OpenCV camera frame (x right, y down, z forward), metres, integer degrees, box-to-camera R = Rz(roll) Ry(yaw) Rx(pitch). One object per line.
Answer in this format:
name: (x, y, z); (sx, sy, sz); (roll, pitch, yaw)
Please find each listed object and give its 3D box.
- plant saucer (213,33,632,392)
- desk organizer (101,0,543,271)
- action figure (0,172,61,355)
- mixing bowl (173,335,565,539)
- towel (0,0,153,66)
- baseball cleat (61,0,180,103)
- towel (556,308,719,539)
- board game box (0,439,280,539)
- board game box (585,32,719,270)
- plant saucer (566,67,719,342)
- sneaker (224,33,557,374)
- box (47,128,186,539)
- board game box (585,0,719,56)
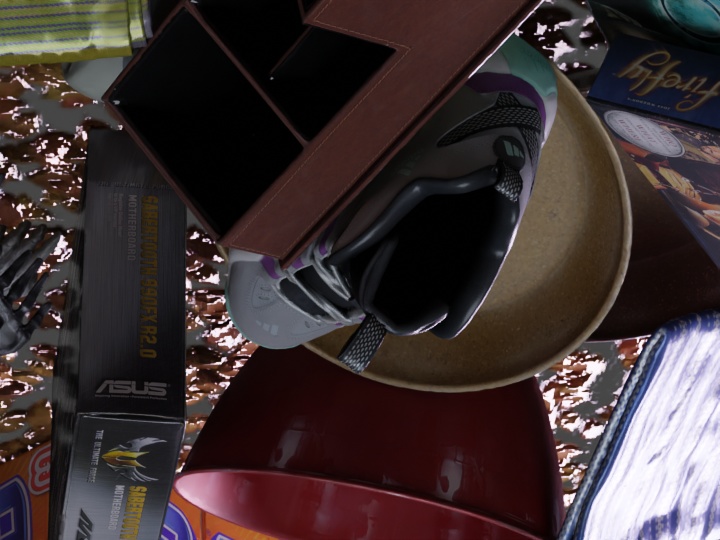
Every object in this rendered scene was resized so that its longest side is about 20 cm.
plant saucer: (0.026, -0.039, 1.066); (0.200, 0.035, 0.200); (10, 124, 15)
desk organizer: (-0.013, -0.090, 0.905); (0.077, 0.072, 0.200); (12, 139, -34)
action figure: (-0.190, -0.023, 1.050); (0.102, 0.200, 0.119); (-38, 117, -15)
mixing bowl: (0.016, 0.077, 1.192); (0.200, 0.108, 0.200); (12, 165, 3)
towel: (-0.177, -0.145, 0.907); (0.200, 0.023, 0.144); (-4, 109, -3)
baseball cleat: (-0.045, -0.122, 0.971); (0.106, 0.070, 0.200); (24, 147, -21)
towel: (0.163, 0.083, 1.181); (0.200, 0.024, 0.145); (-8, 123, -59)
board game box: (-0.161, 0.243, 1.345); (0.200, 0.200, 0.200); (-27, 139, 26)
board game box: (0.195, -0.025, 1.025); (0.135, 0.035, 0.200); (17, 164, 36)
plant saucer: (0.119, -0.036, 1.135); (0.200, 0.037, 0.200); (-3, 145, -2)
sneaker: (0.000, 0.000, 0.985); (0.078, 0.140, 0.200); (30, 129, -17)
box: (-0.116, 0.057, 1.132); (0.048, 0.158, 0.200); (5, 142, -10)
board game box: (0.128, -0.137, 0.936); (0.135, 0.028, 0.200); (19, 157, 37)
